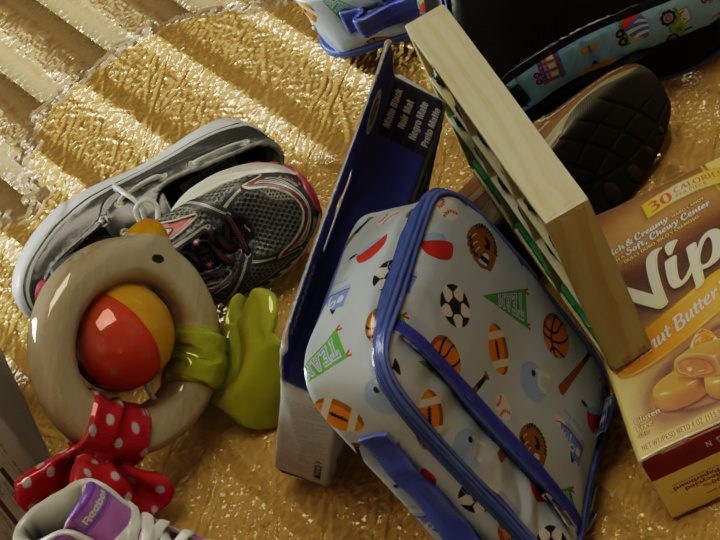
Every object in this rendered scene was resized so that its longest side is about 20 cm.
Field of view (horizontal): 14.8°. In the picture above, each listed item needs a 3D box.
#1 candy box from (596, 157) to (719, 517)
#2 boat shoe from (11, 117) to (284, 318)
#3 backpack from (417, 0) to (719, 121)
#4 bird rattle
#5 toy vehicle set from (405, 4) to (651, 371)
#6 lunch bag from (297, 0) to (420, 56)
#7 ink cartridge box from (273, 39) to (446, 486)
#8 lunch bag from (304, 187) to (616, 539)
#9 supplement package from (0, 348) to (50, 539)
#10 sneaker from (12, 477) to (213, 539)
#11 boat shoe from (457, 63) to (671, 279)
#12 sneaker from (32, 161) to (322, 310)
[{"bbox_3d":[0.192,0.032,1.548,0.115,0.055,0.201,-25,40,9],"label":"candy box"},{"bbox_3d":[-0.136,-0.027,1.817,0.199,0.074,0.068,-30,23,-13],"label":"boat shoe"},{"bbox_3d":[0.136,-0.199,1.745,0.199,0.184,0.135,-15,27,-4],"label":"backpack"},{"bbox_3d":[-0.139,0.064,1.664,0.200,0.164,0.112,-36,19,-21],"label":"bird rattle"},{"bbox_3d":[0.092,-0.048,1.545,0.026,0.125,0.200,-30,42,-2],"label":"toy vehicle set"},{"bbox_3d":[0.046,-0.224,1.901,0.199,0.076,0.161,-16,43,19],"label":"lunch bag"},{"bbox_3d":[0.000,0.000,1.577,0.040,0.200,0.201,17,69,5],"label":"ink cartridge box"},{"bbox_3d":[0.059,0.068,1.490,0.075,0.200,0.161,-20,36,35],"label":"lunch bag"},{"bbox_3d":[-0.280,0.083,1.725,0.110,0.156,0.200,-33,39,-2],"label":"supplement package"},{"bbox_3d":[-0.109,0.168,1.555,0.199,0.115,0.073,-2,44,30],"label":"sneaker"},{"bbox_3d":[0.103,-0.054,1.688,0.200,0.076,0.074,-44,37,-17],"label":"boat shoe"},{"bbox_3d":[-0.114,0.002,1.750,0.199,0.081,0.075,-29,12,5],"label":"sneaker"}]
